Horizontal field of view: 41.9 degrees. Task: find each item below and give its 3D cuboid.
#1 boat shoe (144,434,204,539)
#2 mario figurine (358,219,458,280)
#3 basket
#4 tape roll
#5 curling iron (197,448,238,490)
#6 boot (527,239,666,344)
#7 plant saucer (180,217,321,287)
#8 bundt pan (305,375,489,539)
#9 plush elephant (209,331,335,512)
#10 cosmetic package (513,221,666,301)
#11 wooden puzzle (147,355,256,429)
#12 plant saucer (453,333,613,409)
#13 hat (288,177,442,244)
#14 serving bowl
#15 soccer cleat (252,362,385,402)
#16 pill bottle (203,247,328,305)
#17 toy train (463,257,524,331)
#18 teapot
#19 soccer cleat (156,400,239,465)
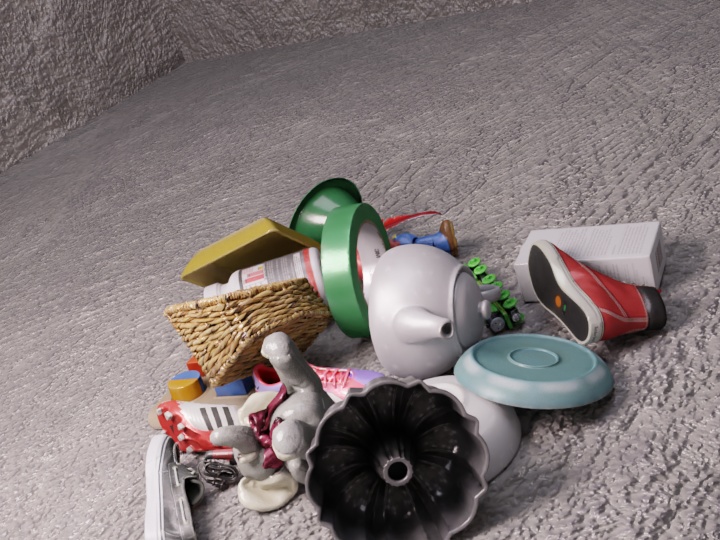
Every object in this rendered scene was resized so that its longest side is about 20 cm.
[{"bbox_3d":[-0.232,0.284,1.194,0.070,0.073,0.201,-11,36,-4],"label":"boat shoe"},{"bbox_3d":[0.061,-0.050,1.596,0.198,0.124,0.106,-13,38,1],"label":"mario figurine"},{"bbox_3d":[-0.157,0.055,1.363,0.199,0.149,0.143,-12,-32,-50],"label":"basket"},{"bbox_3d":[0.000,0.000,1.435,0.048,0.202,0.201,-8,27,21],"label":"tape roll"},{"bbox_3d":[-0.111,0.244,1.214,0.198,0.050,0.026,-10,17,3],"label":"curling iron"},{"bbox_3d":[0.325,0.021,1.289,0.143,0.073,0.201,-8,37,-17],"label":"boot"},{"bbox_3d":[-0.174,-0.024,1.589,0.199,0.200,0.049,-26,66,21],"label":"plant saucer"},{"bbox_3d":[0.036,0.206,1.023,0.200,0.204,0.076,-19,11,-3],"label":"bundt pan"},{"bbox_3d":[-0.105,0.197,1.138,0.154,0.200,0.166,-25,54,15],"label":"plush elephant"},{"bbox_3d":[0.338,-0.011,1.381,0.198,0.072,0.102,-2,31,30],"label":"cosmetic package"},{"bbox_3d":[-0.211,0.160,1.437,0.183,0.047,0.200,-6,28,24],"label":"wooden puzzle"},{"bbox_3d":[0.217,0.119,1.182,0.198,0.028,0.200,1,18,0],"label":"plant saucer"},{"bbox_3d":[-0.006,-0.059,1.633,0.165,0.202,0.176,14,16,-49],"label":"hat"},{"bbox_3d":[0.094,0.188,1.153,0.198,0.066,0.201,-15,25,7],"label":"serving bowl"},{"bbox_3d":[-0.058,0.157,1.304,0.198,0.077,0.067,-8,30,25],"label":"soccer cleat"},{"bbox_3d":[-0.149,0.043,1.548,0.198,0.117,0.116,-17,25,3],"label":"pill bottle"},{"bbox_3d":[0.190,0.036,1.426,0.056,0.042,0.200,-29,26,0],"label":"toy train"},{"bbox_3d":[0.108,0.054,1.280,0.145,0.198,0.202,-4,53,23],"label":"teapot"},{"bbox_3d":[-0.205,0.216,1.307,0.199,0.069,0.085,7,24,41],"label":"soccer cleat"}]
